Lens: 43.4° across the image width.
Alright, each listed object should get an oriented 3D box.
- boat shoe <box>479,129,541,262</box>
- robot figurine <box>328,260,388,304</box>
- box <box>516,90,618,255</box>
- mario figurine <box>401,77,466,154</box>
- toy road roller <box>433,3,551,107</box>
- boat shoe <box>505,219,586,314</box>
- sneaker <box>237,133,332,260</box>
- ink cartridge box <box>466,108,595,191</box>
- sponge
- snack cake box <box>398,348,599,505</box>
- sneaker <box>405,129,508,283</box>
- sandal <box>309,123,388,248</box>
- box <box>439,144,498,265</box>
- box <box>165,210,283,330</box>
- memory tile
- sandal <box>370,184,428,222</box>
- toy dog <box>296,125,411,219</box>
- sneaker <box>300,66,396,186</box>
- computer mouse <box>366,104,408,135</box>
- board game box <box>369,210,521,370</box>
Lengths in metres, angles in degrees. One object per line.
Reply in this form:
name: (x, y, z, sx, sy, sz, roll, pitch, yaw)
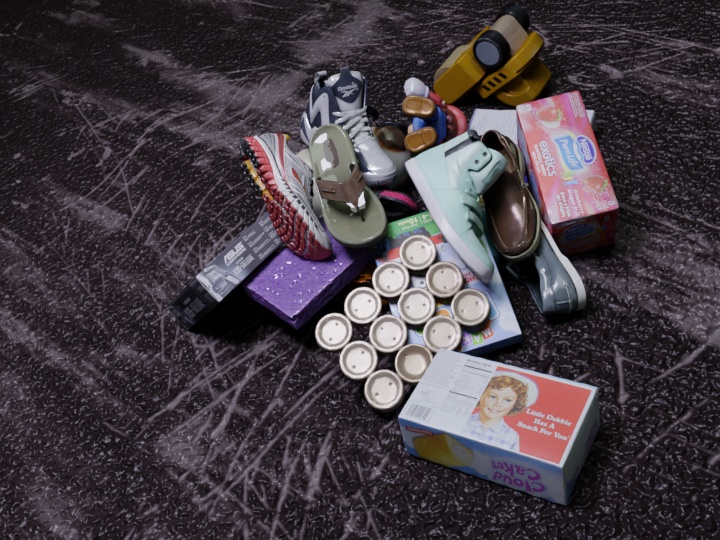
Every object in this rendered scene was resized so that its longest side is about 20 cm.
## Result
boat shoe: (0.188, -0.105, 1.210, 0.074, 0.075, 0.205, -25, 46, 22)
robot figurine: (0.000, 0.000, 1.277, 0.196, 0.059, 0.146, -3, 41, 16)
box: (0.283, -0.132, 1.248, 0.094, 0.100, 0.203, -13, 61, 5)
mario figurine: (0.094, -0.217, 1.396, 0.105, 0.125, 0.200, 34, 12, 11)
toy road roller: (0.237, -0.344, 1.569, 0.199, 0.146, 0.123, -30, 17, 53)
boat shoe: (0.227, -0.015, 1.203, 0.061, 0.074, 0.201, -19, 44, -9)
sneaker: (-0.088, -0.107, 1.231, 0.081, 0.078, 0.202, -22, 75, -29)
ink cartridge box: (0.253, -0.182, 1.408, 0.197, 0.044, 0.200, 5, 45, 22)
sponge: (-0.056, -0.012, 1.241, 0.111, 0.030, 0.200, 27, 58, 37)
snack cake box: (0.156, 0.170, 1.016, 0.197, 0.068, 0.115, 12, 45, 31)
sneaker: (0.146, -0.090, 1.142, 0.117, 0.074, 0.202, -31, 63, 8)
sandal: (-0.027, -0.115, 1.196, 0.079, 0.057, 0.203, -25, 64, 3)
box: (0.152, -0.089, 1.286, 0.081, 0.049, 0.203, 0, 56, 3)
box: (-0.175, -0.012, 1.292, 0.200, 0.050, 0.157, -46, 6, -30)
memory tile: (0.053, 0.064, 1.130, 0.200, 0.017, 0.153, -42, 67, -9)
sandal: (0.052, -0.096, 1.291, 0.198, 0.046, 0.075, 6, 21, -41)
toy dog: (-0.014, -0.158, 1.406, 0.198, 0.141, 0.194, -28, 41, -17)
sneaker: (-0.014, -0.214, 1.281, 0.078, 0.131, 0.199, -14, 41, -27)
computer mouse: (0.031, -0.241, 1.457, 0.058, 0.199, 0.035, 2, 76, 31)
board game box: (0.105, 0.019, 1.170, 0.149, 0.037, 0.203, -17, 67, -1)
